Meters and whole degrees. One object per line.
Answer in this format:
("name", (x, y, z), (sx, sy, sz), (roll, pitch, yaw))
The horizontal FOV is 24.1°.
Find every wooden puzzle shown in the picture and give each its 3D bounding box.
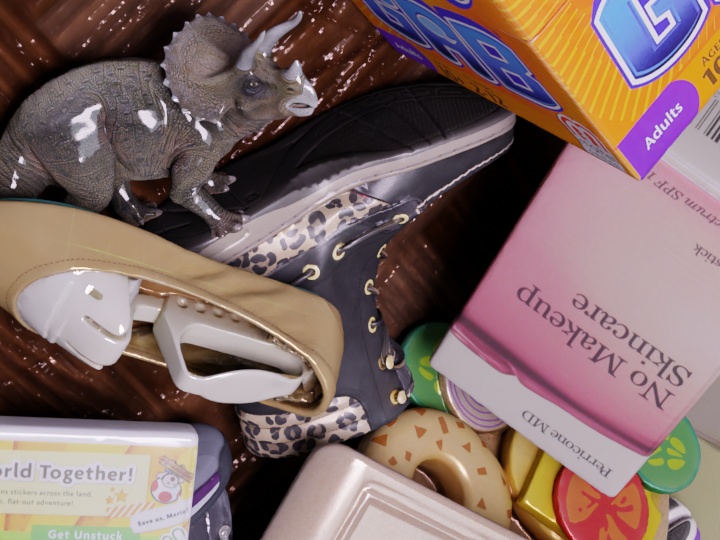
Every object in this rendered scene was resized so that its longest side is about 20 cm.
("wooden puzzle", (0.019, 0.207, 0.869), (0.199, 0.037, 0.186), (29, 92, -16))

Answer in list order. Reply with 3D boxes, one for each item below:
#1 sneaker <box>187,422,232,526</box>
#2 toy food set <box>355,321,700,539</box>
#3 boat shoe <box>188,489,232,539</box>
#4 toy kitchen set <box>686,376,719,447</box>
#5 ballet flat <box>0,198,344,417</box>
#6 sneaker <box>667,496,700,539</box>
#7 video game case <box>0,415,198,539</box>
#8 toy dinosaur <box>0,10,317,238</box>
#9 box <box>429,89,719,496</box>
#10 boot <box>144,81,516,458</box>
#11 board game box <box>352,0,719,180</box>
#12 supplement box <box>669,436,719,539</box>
("sneaker", (-0.157, 0.105, 0.821), (0.199, 0.074, 0.088), (-23, 119, -22))
("toy food set", (0.094, 0.113, 0.946), (0.199, 0.049, 0.199), (34, 60, -10))
("boat shoe", (-0.089, 0.207, 0.922), (0.067, 0.072, 0.201), (-14, 113, -26))
("toy kitchen set", (0.223, -0.038, 1.016), (0.162, 0.181, 0.201), (27, 58, -4))
("ballet flat", (-0.093, 0.020, 0.763), (0.199, 0.063, 0.069), (15, 136, -24))
("sneaker", (0.151, 0.228, 1.078), (0.083, 0.081, 0.200), (28, 107, -30))
("video game case", (-0.183, 0.157, 0.785), (0.199, 0.023, 0.183), (4, 102, -16))
("toy dinosaur", (-0.110, -0.062, 0.777), (0.199, 0.077, 0.103), (-11, 121, 8))
("box", (0.143, -0.003, 0.862), (0.109, 0.128, 0.200), (-47, 170, -46))
("boot", (0.000, 0.000, 0.871), (0.199, 0.073, 0.151), (-27, 124, -15))
("board game box", (0.079, -0.202, 0.739), (0.200, 0.200, 0.200), (-50, 130, -4))
("supplement box", (0.271, 0.222, 1.080), (0.134, 0.200, 0.201), (4, 111, -35))
